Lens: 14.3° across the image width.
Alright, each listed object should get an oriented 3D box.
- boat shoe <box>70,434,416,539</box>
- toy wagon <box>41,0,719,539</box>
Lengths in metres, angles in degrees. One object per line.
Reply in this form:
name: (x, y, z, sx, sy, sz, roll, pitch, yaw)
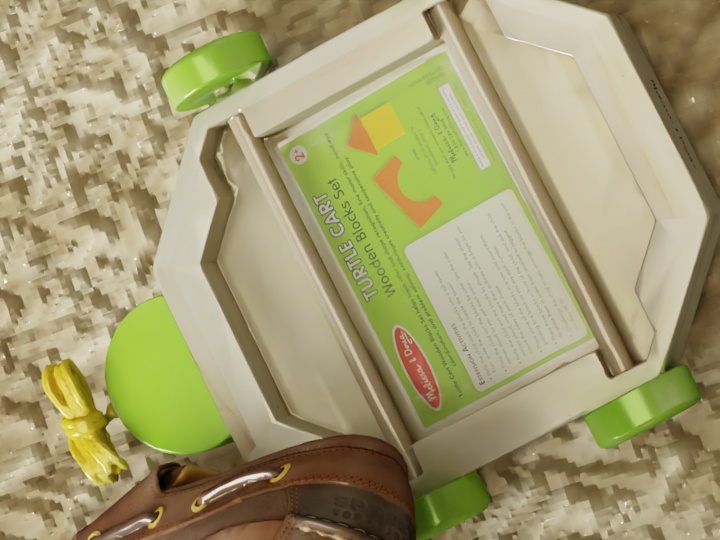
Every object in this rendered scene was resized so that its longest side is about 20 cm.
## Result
boat shoe: (-0.045, 0.091, 0.800, 0.200, 0.072, 0.068, -22, 47, 55)
toy wagon: (0.000, 0.000, 0.824, 0.200, 0.040, 0.155, -28, 83, 19)
